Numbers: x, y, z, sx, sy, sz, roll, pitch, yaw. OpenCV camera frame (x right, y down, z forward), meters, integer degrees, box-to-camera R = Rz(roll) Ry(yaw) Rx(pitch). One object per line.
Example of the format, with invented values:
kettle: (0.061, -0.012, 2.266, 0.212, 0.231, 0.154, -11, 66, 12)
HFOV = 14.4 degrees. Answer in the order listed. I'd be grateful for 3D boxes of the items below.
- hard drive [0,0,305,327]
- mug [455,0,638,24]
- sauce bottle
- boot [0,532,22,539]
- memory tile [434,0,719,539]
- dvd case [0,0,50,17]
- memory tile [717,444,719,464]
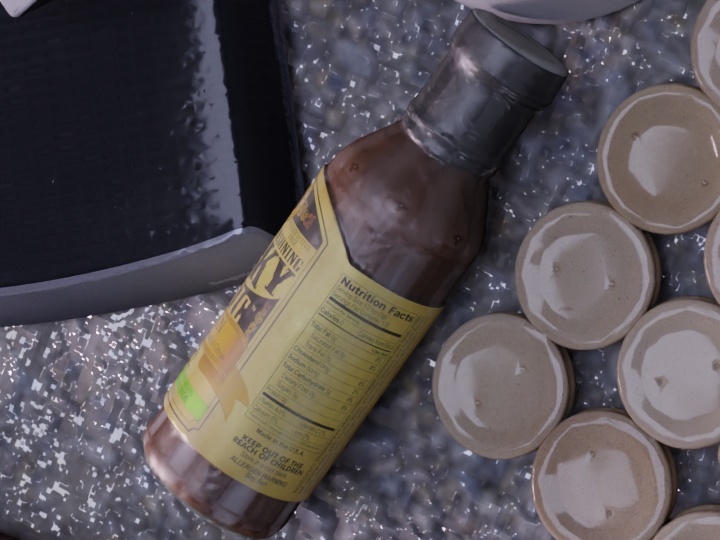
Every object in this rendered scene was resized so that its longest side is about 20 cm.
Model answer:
hard drive: (-0.121, -0.049, 1.059, 0.200, 0.042, 0.135, -8, 87, 24)
mug: (0.044, -0.177, 0.924, 0.149, 0.153, 0.187, 28, 101, 22)
sauce bottle: (0.000, 0.000, 0.996, 0.065, 0.065, 0.200, 40, 104, 18)
boot: (-0.218, 0.161, 1.089, 0.166, 0.072, 0.200, 25, 97, 24)
memory tile: (0.127, 0.015, 0.956, 0.153, 0.017, 0.200, 42, 107, 18)
dvd case: (-0.135, -0.196, 0.941, 0.200, 0.025, 0.150, 55, 143, -2)
memory tile: (0.216, 0.053, 0.851, 0.200, 0.153, 0.017, -17, 57, 16)
